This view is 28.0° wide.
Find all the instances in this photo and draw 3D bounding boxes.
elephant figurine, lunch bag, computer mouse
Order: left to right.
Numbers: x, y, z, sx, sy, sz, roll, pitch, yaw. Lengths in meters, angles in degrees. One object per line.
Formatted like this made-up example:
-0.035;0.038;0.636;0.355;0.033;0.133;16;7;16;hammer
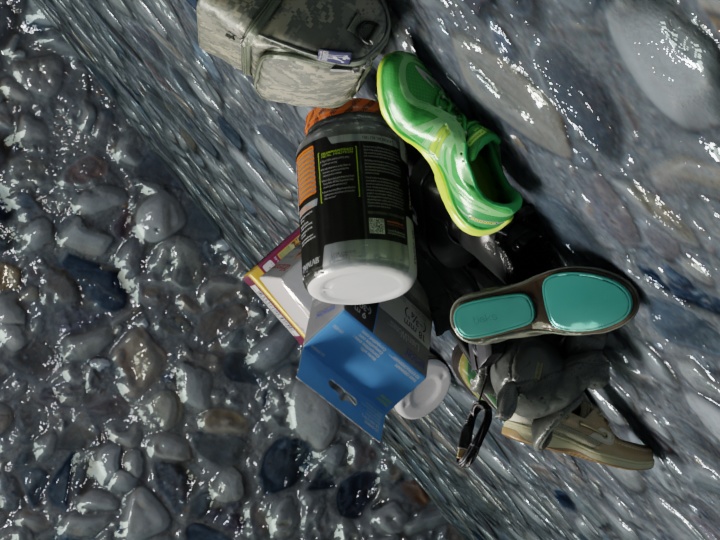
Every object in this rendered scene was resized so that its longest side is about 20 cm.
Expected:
-0.058;-0.239;1.389;0.168;0.140;0.200;33;171;-2;lunch bag
0.117;0.106;1.474;0.034;0.200;0.059;23;149;-17;computer mouse
0.195;0.123;1.566;0.200;0.155;0.142;100;163;-62;elephant figurine

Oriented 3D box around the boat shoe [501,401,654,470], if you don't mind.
0.260;0.185;1.674;0.200;0.065;0.072;17;176;-19;boat shoe

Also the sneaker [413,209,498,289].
0.088;-0.014;1.739;0.200;0.079;0.074;46;127;-2;sneaker

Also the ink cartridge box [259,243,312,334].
0.000;0.000;1.826;0.145;0.200;0.147;50;170;-9;ink cartridge box

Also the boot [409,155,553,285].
0.134;-0.029;1.520;0.162;0.073;0.198;41;165;31;boot

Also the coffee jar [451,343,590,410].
0.199;0.142;1.833;0.104;0.085;0.200;51;170;-29;coffee jar

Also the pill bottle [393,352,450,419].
0.052;0.154;2.450;0.200;0.114;0.114;40;167;43;pill bottle

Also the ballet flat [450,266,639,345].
0.184;0.032;1.412;0.064;0.200;0.068;-15;-85;-60;ballet flat

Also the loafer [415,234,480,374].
0.110;0.047;1.654;0.201;0.070;0.068;51;161;3;loafer

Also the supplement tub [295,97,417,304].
-0.006;-0.074;1.538;0.123;0.122;0.201;76;-170;-69;supplement tub

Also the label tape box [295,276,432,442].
0.011;0.069;1.624;0.144;0.063;0.200;40;-140;-30;label tape box

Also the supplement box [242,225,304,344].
-0.045;-0.011;1.982;0.131;0.200;0.103;50;171;-4;supplement box

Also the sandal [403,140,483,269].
0.077;-0.078;1.651;0.200;0.043;0.076;54;169;-25;sandal

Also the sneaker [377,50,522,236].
0.091;-0.129;1.372;0.084;0.074;0.200;-24;104;51;sneaker
